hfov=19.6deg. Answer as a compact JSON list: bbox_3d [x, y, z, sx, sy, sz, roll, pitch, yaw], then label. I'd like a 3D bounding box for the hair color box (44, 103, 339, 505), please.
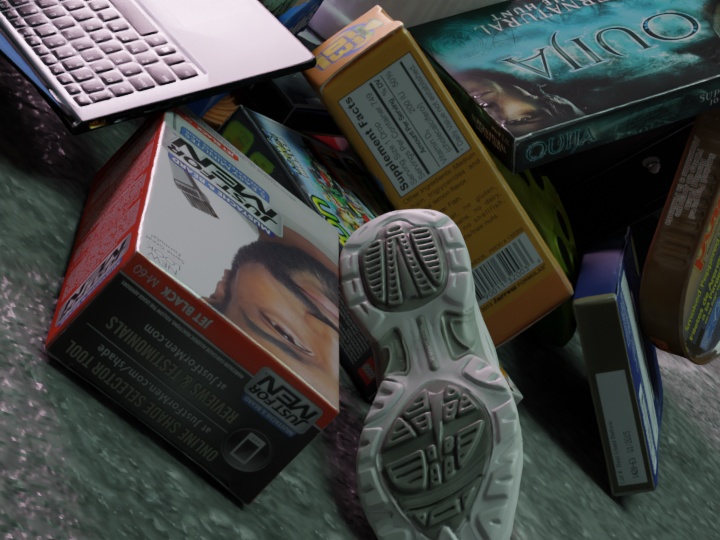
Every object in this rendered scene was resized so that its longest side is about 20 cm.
[{"bbox_3d":[-0.068,0.006,0.923,0.111,0.064,0.200,39,18,-16],"label":"hair color box"}]

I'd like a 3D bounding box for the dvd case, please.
[{"bbox_3d":[-0.029,-0.138,1.312,0.150,0.025,0.200,49,25,25],"label":"dvd case"}]

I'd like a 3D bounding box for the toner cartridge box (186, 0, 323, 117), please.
[{"bbox_3d":[-0.086,-0.157,1.188,0.095,0.043,0.200,36,26,0],"label":"toner cartridge box"}]

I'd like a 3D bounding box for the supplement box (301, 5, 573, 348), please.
[{"bbox_3d":[0.044,-0.054,1.218,0.200,0.069,0.067,58,-2,-22],"label":"supplement box"}]

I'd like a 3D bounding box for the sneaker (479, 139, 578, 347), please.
[{"bbox_3d":[0.084,-0.029,1.334,0.200,0.083,0.074,57,26,-34],"label":"sneaker"}]

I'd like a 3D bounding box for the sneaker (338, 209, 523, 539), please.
[{"bbox_3d":[0.043,0.071,0.976,0.099,0.078,0.200,62,19,-51],"label":"sneaker"}]

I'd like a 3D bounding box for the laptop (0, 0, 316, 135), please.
[{"bbox_3d":[-0.150,-0.162,0.988,0.200,0.116,0.187,-17,41,-23],"label":"laptop"}]

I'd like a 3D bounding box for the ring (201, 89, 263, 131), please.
[{"bbox_3d":[-0.136,-0.147,1.213,0.200,0.019,0.200,39,18,-16],"label":"ring"}]

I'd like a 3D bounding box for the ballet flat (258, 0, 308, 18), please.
[{"bbox_3d":[-0.048,-0.185,1.159,0.074,0.074,0.200,34,26,-30],"label":"ballet flat"}]

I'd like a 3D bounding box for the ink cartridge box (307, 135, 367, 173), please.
[{"bbox_3d":[-0.028,-0.144,1.415,0.176,0.045,0.200,31,21,-39],"label":"ink cartridge box"}]

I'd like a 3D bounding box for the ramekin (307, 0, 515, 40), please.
[{"bbox_3d":[0.032,-0.203,1.372,0.202,0.094,0.202,31,23,-15],"label":"ramekin"}]

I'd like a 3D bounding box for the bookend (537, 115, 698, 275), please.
[{"bbox_3d":[0.195,-0.062,1.443,0.200,0.199,0.092,29,43,-44],"label":"bookend"}]

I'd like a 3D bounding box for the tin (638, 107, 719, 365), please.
[{"bbox_3d":[0.231,-0.040,1.324,0.042,0.200,0.112,19,-4,28],"label":"tin"}]

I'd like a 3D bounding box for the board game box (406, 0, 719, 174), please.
[{"bbox_3d":[0.145,-0.130,1.274,0.200,0.028,0.135,-19,42,-21],"label":"board game box"}]

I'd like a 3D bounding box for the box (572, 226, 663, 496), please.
[{"bbox_3d":[0.164,0.051,1.312,0.200,0.032,0.121,-53,131,-73],"label":"box"}]

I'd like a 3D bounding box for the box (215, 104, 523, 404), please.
[{"bbox_3d":[0.000,0.000,1.145,0.110,0.035,0.200,22,27,-51],"label":"box"}]
